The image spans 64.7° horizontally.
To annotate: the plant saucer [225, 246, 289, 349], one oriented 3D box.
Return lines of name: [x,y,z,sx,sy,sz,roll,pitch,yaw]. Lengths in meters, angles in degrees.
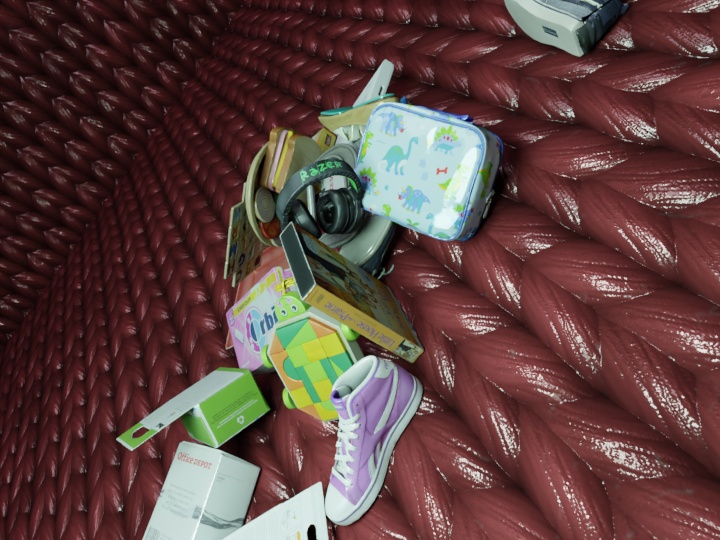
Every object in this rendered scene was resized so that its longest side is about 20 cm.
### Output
plant saucer: [-0.165,0.037,1.070,0.197,0.036,0.203,-28,43,35]

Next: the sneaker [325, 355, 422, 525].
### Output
sneaker: [-0.013,0.199,0.691,0.072,0.114,0.204,13,74,51]

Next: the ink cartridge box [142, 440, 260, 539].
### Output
ink cartridge box: [-0.247,0.376,0.853,0.145,0.082,0.204,-9,57,47]

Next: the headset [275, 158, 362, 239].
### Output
headset: [-0.066,-0.084,0.812,0.121,0.202,0.095,-21,58,-21]

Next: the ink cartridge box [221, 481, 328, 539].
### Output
ink cartridge box: [-0.104,0.389,0.717,0.198,0.050,0.164,-33,39,16]

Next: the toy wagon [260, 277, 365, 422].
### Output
toy wagon: [-0.066,0.108,0.763,0.153,0.203,0.040,-21,13,27]

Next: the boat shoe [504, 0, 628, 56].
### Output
boat shoe: [0.299,-0.388,0.834,0.092,0.075,0.201,-40,45,9]

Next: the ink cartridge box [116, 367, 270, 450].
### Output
ink cartridge box: [-0.261,0.237,0.884,0.198,0.077,0.147,-33,11,-31]

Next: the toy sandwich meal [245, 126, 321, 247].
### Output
toy sandwich meal: [-0.126,-0.141,0.993,0.069,0.206,0.209,9,66,22]

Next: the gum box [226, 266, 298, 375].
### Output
gum box: [-0.134,0.082,0.893,0.199,0.065,0.116,-37,66,47]

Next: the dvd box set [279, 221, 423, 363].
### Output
dvd box set: [-0.011,0.029,0.747,0.029,0.199,0.147,-46,36,15]

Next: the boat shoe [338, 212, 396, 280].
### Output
boat shoe: [0.000,0.000,0.879,0.074,0.061,0.203,28,88,53]

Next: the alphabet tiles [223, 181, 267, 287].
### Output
alphabet tiles: [-0.193,-0.077,1.023,0.167,0.006,0.204,-50,-23,-59]

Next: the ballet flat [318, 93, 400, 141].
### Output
ballet flat: [-0.007,-0.242,0.934,0.068,0.065,0.198,-20,16,-31]

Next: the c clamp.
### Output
c clamp: [-0.063,-0.102,0.922,0.168,0.027,0.205,-17,66,37]

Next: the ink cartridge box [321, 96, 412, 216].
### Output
ink cartridge box: [0.030,-0.167,0.956,0.198,0.084,0.147,-33,41,29]

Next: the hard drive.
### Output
hard drive: [-0.003,-0.288,1.081,0.200,0.026,0.134,-36,33,62]

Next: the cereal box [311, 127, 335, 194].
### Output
cereal box: [-0.133,-0.190,1.189,0.198,0.039,0.147,-28,43,47]

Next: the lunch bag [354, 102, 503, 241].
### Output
lunch bag: [0.090,-0.140,0.785,0.198,0.082,0.164,25,109,33]
